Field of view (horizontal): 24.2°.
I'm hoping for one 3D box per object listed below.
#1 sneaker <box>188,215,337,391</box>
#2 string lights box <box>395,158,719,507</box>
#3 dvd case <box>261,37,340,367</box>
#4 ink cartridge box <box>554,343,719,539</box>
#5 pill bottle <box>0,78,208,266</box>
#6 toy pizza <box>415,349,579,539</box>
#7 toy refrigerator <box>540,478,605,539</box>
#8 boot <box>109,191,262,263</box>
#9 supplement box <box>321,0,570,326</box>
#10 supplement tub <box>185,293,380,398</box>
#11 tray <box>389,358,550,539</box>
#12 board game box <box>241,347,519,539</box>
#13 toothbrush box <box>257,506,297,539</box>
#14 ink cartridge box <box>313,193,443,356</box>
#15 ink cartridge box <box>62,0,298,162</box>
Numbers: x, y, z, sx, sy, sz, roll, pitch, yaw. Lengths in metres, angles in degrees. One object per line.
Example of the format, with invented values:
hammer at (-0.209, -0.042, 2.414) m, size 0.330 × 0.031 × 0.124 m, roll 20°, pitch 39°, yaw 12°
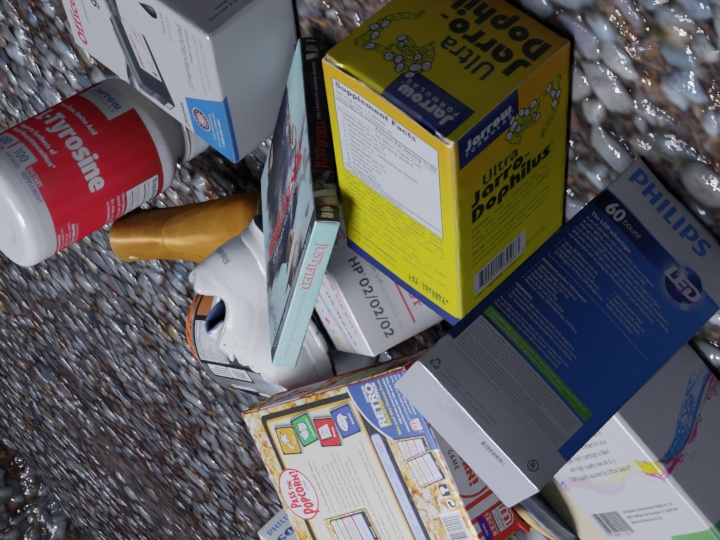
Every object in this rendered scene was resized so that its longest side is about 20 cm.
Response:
sneaker at (-0.079, 0.047, 1.365) m, size 0.075 × 0.087 × 0.200 m, roll 51°, pitch 167°, yaw 53°
string lights box at (0.129, 0.036, 1.010) m, size 0.103 × 0.200 × 0.059 m, roll 48°, pitch 157°, yaw 4°
dvd case at (-0.045, -0.052, 1.212) m, size 0.200 × 0.022 × 0.146 m, roll -98°, pitch 19°, yaw -44°
ink cartridge box at (0.196, 0.118, 1.175) m, size 0.200 × 0.084 × 0.145 m, roll 50°, pitch 157°, yaw -4°
pill bottle at (-0.233, -0.096, 1.456) m, size 0.112 × 0.200 × 0.112 m, roll 40°, pitch 149°, yaw 31°
toy pizza at (0.103, 0.146, 1.345) m, size 0.200 × 0.032 × 0.200 m, roll 48°, pitch -171°, yaw -10°
toy refrigerator at (0.164, 0.131, 1.282) m, size 0.200 × 0.070 × 0.076 m, roll 48°, pitch 154°, yaw -4°
boot at (-0.144, -0.029, 1.448) m, size 0.201 × 0.144 × 0.071 m, roll 159°, pitch 110°, yaw -86°
supplement box at (0.058, -0.077, 1.082) m, size 0.109 × 0.110 × 0.200 m, roll 37°, pitch 156°, yaw 26°
supplement tub at (-0.076, 0.056, 1.532) m, size 0.123 × 0.123 × 0.200 m, roll 57°, pitch 158°, yaw -19°
tray at (0.091, 0.161, 1.408) m, size 0.200 × 0.022 × 0.107 m, roll 45°, pitch -170°, yaw -33°
board game box at (0.010, 0.152, 1.292) m, size 0.200 × 0.046 × 0.152 m, roll -19°, pitch 96°, yaw 47°
toothbrush box at (0.020, 0.290, 1.706) m, size 0.200 × 0.146 × 0.086 m, roll 32°, pitch 153°, yaw 37°
ink cartridge box at (0.000, 0.000, 1.294) m, size 0.115 × 0.068 × 0.200 m, roll 63°, pitch 169°, yaw -5°
ink cartridge box at (-0.144, -0.198, 1.291) m, size 0.200 × 0.084 × 0.145 m, roll 37°, pitch 155°, yaw 28°
